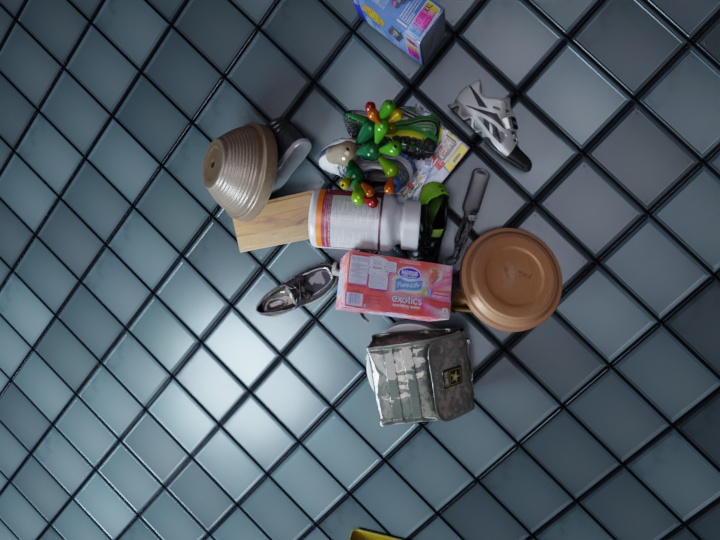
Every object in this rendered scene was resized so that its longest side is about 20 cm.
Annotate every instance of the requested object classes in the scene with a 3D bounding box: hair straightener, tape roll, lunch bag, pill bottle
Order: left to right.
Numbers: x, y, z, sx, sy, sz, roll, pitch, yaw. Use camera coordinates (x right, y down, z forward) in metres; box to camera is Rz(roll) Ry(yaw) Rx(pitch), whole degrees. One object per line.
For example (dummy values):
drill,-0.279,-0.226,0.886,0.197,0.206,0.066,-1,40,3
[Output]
pill bottle,0.010,-0.091,0.941,0.197,0.110,0.111,4,100,5
tape roll,0.111,0.207,1.087,0.200,0.037,0.205,2,100,14
lunch bag,0.125,0.206,1.007,0.198,0.118,0.166,-8,97,8
hair straightener,0.204,-0.101,0.995,0.041,0.077,0.202,22,103,7

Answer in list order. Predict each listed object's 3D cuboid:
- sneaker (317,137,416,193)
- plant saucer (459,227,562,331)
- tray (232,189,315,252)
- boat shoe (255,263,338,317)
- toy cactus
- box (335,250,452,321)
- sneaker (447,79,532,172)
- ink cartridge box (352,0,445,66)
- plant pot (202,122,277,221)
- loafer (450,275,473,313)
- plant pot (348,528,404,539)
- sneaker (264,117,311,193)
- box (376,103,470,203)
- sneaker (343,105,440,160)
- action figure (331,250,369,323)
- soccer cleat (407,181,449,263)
sneaker,0.001,-0.194,0.971,0.198,0.086,0.078,13,141,21
plant saucer,0.289,0.014,0.970,0.198,0.032,0.203,1,76,-4
tray,-0.178,-0.106,1.107,0.198,0.037,0.100,-10,97,14
boat shoe,-0.140,0.050,1.107,0.198,0.065,0.073,-25,91,15
toy cactus,-0.002,-0.207,0.895,0.164,0.102,0.203,7,85,42
box,0.061,0.032,0.943,0.198,0.095,0.104,7,81,-12
sneaker,0.263,-0.273,0.955,0.200,0.074,0.089,46,108,3
ink cartridge box,0.058,-0.484,0.938,0.200,0.136,0.077,41,100,4
plant pot,-0.255,-0.206,1.026,0.200,0.092,0.203,-12,74,48
loafer,0.180,0.051,1.017,0.198,0.073,0.073,-4,126,16
plant pot,0.049,0.731,1.112,0.198,0.200,0.178,7,111,12
sneaker,-0.193,-0.238,1.079,0.200,0.070,0.100,-40,70,26
box,0.104,-0.207,1.022,0.136,0.038,0.200,41,105,6
sneaker,0.059,-0.274,0.976,0.198,0.078,0.086,18,69,17
action figure,0.000,0.000,1.041,0.101,0.119,0.203,10,89,10
soccer cleat,0.134,-0.071,0.994,0.067,0.081,0.202,-1,118,-11
